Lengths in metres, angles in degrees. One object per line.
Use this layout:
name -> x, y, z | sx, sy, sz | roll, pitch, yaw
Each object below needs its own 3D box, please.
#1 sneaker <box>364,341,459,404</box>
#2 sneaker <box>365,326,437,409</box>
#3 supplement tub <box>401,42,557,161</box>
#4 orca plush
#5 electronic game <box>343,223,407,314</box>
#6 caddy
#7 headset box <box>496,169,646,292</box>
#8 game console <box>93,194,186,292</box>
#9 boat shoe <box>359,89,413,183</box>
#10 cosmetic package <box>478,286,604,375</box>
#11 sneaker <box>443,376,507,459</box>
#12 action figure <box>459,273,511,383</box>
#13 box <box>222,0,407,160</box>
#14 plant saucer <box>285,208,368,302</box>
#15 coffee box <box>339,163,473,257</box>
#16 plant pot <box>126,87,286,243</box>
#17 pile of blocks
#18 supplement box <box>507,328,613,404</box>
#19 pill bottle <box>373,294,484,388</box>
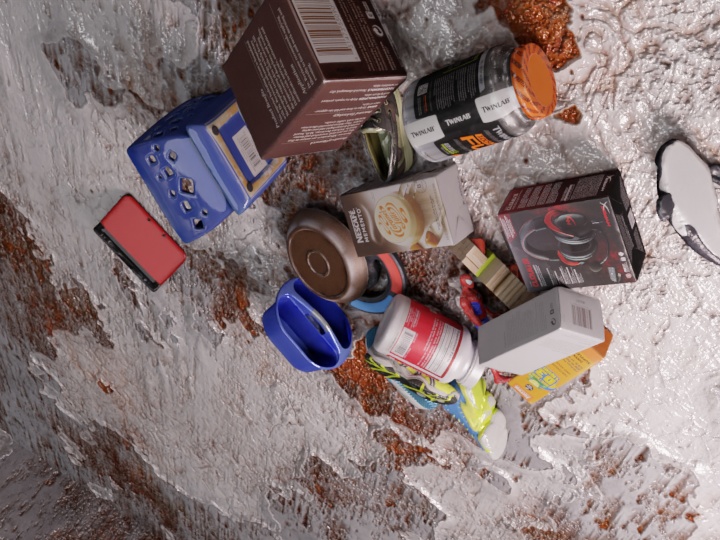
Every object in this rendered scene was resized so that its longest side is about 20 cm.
sneaker -> 0.107, 0.187, 1.452 | 0.197, 0.077, 0.076 | 30, 160, 6
sneaker -> 0.077, 0.201, 1.531 | 0.201, 0.076, 0.081 | 50, 164, 4
supplement tub -> 0.164, -0.234, 1.054 | 0.197, 0.123, 0.124 | -12, 119, 42
orca plush -> 0.454, -0.089, 1.034 | 0.199, 0.071, 0.105 | 43, 94, -10
electronic game -> 0.000, 0.000, 1.438 | 0.196, 0.042, 0.204 | 20, 135, 21
caddy -> -0.103, 0.110, 1.535 | 0.201, 0.142, 0.104 | 50, 142, -13
headset box -> 0.308, -0.053, 1.141 | 0.196, 0.075, 0.151 | -6, 122, 39
game console -> -0.513, -0.061, 1.776 | 0.201, 0.119, 0.172 | 48, 169, -9
boat shoe -> 0.029, -0.234, 1.193 | 0.070, 0.066, 0.205 | 3, 127, 37
cosmetic package -> 0.286, 0.102, 1.222 | 0.100, 0.076, 0.199 | 16, 152, -27
sneaker -> 0.223, 0.281, 1.508 | 0.104, 0.075, 0.204 | 4, 121, 48
action figure -> 0.221, 0.097, 1.339 | 0.051, 0.065, 0.203 | -20, 104, 32
box -> -0.070, -0.291, 1.105 | 0.199, 0.162, 0.169 | -36, 75, 48
plant saucer -> -0.072, -0.020, 1.433 | 0.197, 0.032, 0.204 | 26, 135, 28
coffee box -> 0.075, -0.096, 1.256 | 0.196, 0.079, 0.117 | -7, 106, 39
plant pot -> -0.256, -0.198, 1.341 | 0.176, 0.201, 0.203 | -13, 118, 35
pile of blocks -> 0.230, 0.002, 1.271 | 0.199, 0.082, 0.062 | 43, 96, -17
supplement box -> 0.340, 0.154, 1.306 | 0.066, 0.069, 0.200 | 39, 140, 0
pill bottle -> 0.131, 0.135, 1.393 | 0.196, 0.114, 0.113 | 26, 139, -6
